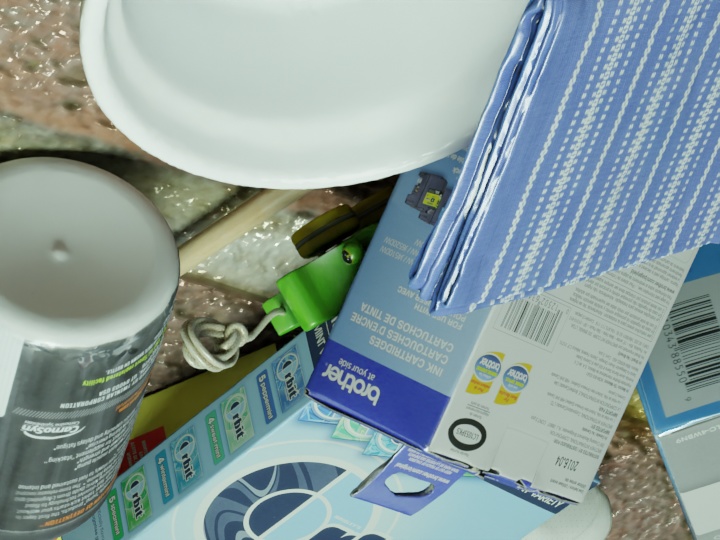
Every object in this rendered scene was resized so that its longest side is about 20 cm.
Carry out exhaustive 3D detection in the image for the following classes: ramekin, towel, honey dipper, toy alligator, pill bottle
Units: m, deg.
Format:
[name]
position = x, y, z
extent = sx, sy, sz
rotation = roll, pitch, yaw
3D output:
[ramekin]
position = -0.013, -0.130, 1.018
extent = 0.200, 0.098, 0.201
rotation = -9, 143, -7
[towel]
position = 0.106, -0.059, 1.065
extent = 0.200, 0.024, 0.145
rotation = -13, 132, -48
[honey dipper]
position = -0.042, -0.028, 1.195
extent = 0.200, 0.038, 0.038
rotation = -33, 140, 25
[toy alligator]
position = 0.000, 0.000, 1.169
extent = 0.054, 0.059, 0.200
rotation = -34, 174, 36
[pill bottle]
position = -0.150, 0.051, 1.201
extent = 0.106, 0.106, 0.200
rotation = 0, 141, -19

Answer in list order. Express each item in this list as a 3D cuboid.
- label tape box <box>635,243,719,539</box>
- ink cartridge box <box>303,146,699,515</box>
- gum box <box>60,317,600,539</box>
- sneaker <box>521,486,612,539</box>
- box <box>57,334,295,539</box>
[label tape box]
position = 0.169, 0.061, 1.296
extent = 0.066, 0.144, 0.200
rotation = -20, 143, 7
[ink cartridge box]
position = 0.063, 0.017, 1.155
extent = 0.136, 0.076, 0.200
rotation = 23, 90, -53
[gum box]
position = -0.015, 0.112, 1.295
extent = 0.200, 0.045, 0.170
rotation = -38, 134, 24
[sneaker]
position = 0.042, 0.124, 1.398
extent = 0.200, 0.071, 0.080
rotation = 0, 139, -18
[box]
position = -0.103, 0.104, 1.334
extent = 0.200, 0.050, 0.075
rotation = -22, 143, 9
